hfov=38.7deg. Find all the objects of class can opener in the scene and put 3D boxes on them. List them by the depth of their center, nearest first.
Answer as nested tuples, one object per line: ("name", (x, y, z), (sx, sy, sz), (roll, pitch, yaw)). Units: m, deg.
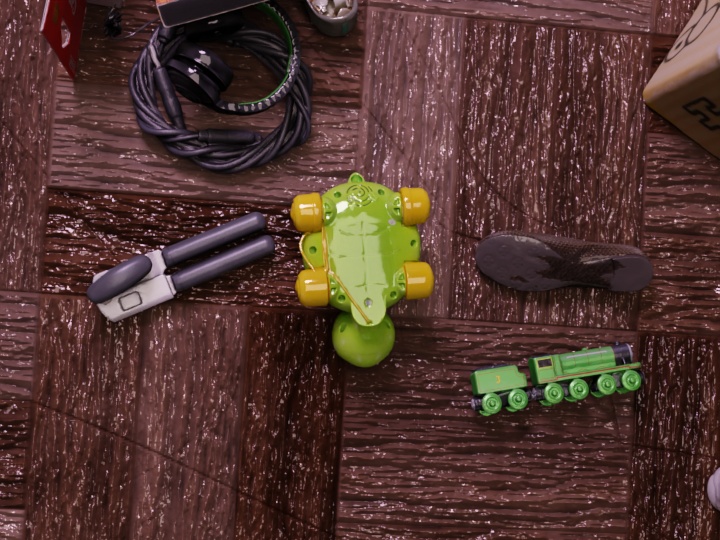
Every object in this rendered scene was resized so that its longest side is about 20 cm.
("can opener", (-0.185, -0.005, 1.065), (0.198, 0.067, 0.054), (-23, 92, -7))

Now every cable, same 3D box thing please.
("cable", (-0.144, -0.186, 1.084), (0.199, 0.051, 0.164), (33, 85, -5))

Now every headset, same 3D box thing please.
("headset", (-0.161, -0.227, 1.041), (0.197, 0.094, 0.125), (12, 86, -16))

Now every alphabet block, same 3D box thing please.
("alphabet block", (0.453, -0.222, 1.082), (0.195, 0.200, 0.196), (36, 85, -4))

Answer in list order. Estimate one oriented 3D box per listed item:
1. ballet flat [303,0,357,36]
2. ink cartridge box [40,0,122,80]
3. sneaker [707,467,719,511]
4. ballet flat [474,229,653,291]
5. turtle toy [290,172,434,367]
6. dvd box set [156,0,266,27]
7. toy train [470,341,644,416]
("ballet flat", (-0.057, -0.348, 1.093), (0.067, 0.064, 0.202), (-27, 91, -7))
("ink cartridge box", (-0.262, -0.290, 0.998), (0.044, 0.200, 0.179), (7, 87, -8))
("sneaker", (0.492, 0.243, 1.132), (0.197, 0.080, 0.072), (-7, 87, -8))
("ballet flat", (0.223, -0.013, 1.129), (0.197, 0.047, 0.068), (4, 119, -1))
("turtle toy", (0.000, 0.000, 1.069), (0.143, 0.101, 0.203), (-3, 89, -7))
("dvd box set", (-0.137, -0.331, 1.021), (0.144, 0.030, 0.202), (-14, 52, 1))
("toy train", (0.214, 0.118, 1.124), (0.197, 0.042, 0.057), (-9, 79, -7))
